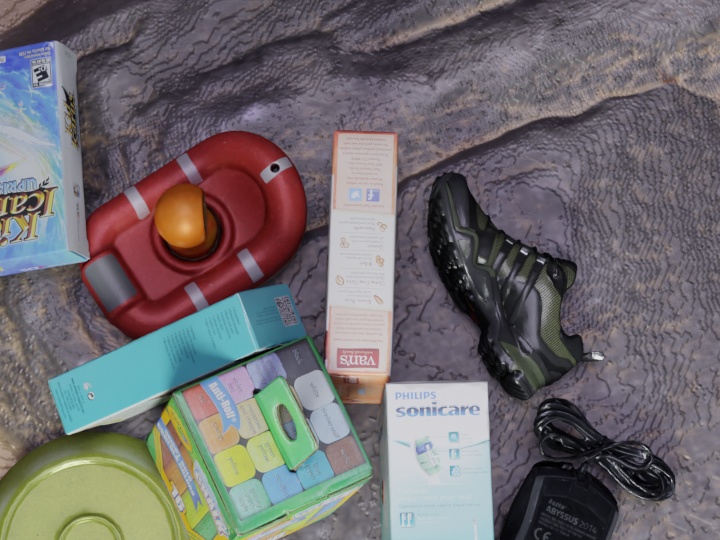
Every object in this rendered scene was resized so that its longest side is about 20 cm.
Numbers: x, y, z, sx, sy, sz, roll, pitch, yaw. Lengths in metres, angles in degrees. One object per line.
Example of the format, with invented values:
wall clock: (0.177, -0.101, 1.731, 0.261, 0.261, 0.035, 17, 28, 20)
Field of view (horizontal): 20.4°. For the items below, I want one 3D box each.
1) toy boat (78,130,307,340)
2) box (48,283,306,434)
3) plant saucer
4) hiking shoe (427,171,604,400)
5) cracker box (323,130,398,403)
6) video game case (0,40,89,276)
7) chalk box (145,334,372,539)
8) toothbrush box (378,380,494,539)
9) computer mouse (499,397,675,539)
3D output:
toy boat: (-0.138, -0.036, 1.645, 0.199, 0.131, 0.131, -34, 80, -8)
box: (-0.148, 0.072, 1.597, 0.199, 0.082, 0.050, -24, 84, 27)
plant saucer: (-0.220, 0.230, 1.635, 0.198, 0.031, 0.202, 0, 78, 0)
hiking shoe: (0.127, 0.003, 1.677, 0.100, 0.076, 0.201, -23, 87, -14)
cracker box: (0.000, 0.000, 1.636, 0.057, 0.134, 0.202, 1, 77, -1)
video game case: (-0.330, -0.084, 1.669, 0.198, 0.045, 0.183, -10, 77, 16)
chalk box: (-0.078, 0.140, 1.559, 0.123, 0.200, 0.125, -22, 78, -19)
toothbrush box: (0.059, 0.197, 1.587, 0.084, 0.146, 0.202, 0, 78, -2)
computer mouse: (0.164, 0.219, 1.625, 0.138, 0.053, 0.201, 31, 70, -12)
